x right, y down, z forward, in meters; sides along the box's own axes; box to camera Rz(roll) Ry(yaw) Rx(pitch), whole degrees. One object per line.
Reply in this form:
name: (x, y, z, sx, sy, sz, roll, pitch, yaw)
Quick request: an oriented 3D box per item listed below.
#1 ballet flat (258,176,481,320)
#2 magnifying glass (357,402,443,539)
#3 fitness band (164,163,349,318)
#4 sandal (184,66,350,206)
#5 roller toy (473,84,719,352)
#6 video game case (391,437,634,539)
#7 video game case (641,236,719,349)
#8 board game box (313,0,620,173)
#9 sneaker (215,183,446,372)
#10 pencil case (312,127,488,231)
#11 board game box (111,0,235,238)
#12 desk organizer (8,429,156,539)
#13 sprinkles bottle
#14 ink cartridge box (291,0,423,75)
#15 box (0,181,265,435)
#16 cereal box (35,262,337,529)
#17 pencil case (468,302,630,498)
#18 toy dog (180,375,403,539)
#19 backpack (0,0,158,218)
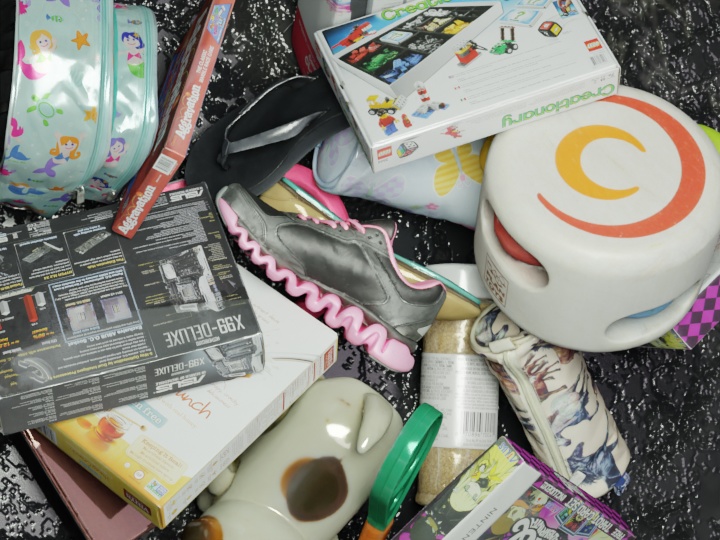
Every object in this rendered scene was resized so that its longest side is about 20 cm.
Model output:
ballet flat: (0.000, 0.000, 1.549, 0.200, 0.069, 0.063, 32, 89, 0)
magnifying glass: (0.020, 0.176, 1.477, 0.022, 0.200, 0.080, 29, 44, 12)
fitness band: (-0.103, -0.012, 1.570, 0.200, 0.037, 0.144, -15, 94, -17)
sandal: (-0.056, -0.123, 1.515, 0.200, 0.043, 0.076, -32, 56, 7)
roller toy: (0.178, -0.037, 1.485, 0.200, 0.140, 0.183, 14, 54, 6)
video game case: (0.103, 0.232, 1.527, 0.181, 0.036, 0.200, -44, 140, 8)
video game case: (0.287, -0.012, 1.616, 0.200, 0.181, 0.036, -43, 103, -16)
board game box: (0.079, -0.157, 1.466, 0.200, 0.035, 0.126, -18, 55, -9)
sneaker: (-0.019, -0.013, 1.487, 0.200, 0.079, 0.095, 38, 92, -7)
pencil case: (0.060, -0.081, 1.584, 0.200, 0.091, 0.083, 15, 80, -23)
board game box: (-0.139, -0.126, 1.477, 0.019, 0.103, 0.200, 26, 45, -14)
desk organizer: (-0.226, 0.122, 1.504, 0.077, 0.072, 0.200, -33, 97, -19)
sprinkles bottle: (0.081, 0.096, 1.603, 0.068, 0.068, 0.200, 4, 86, -17)
ink cartridge box: (0.035, -0.231, 1.535, 0.147, 0.200, 0.086, -8, 56, -16)
box: (-0.187, 0.025, 1.442, 0.200, 0.050, 0.158, -14, 53, -13)
cereal box: (-0.133, 0.081, 1.459, 0.144, 0.040, 0.200, 34, 60, 21)
pencil case: (0.155, 0.104, 1.579, 0.078, 0.089, 0.200, -15, 125, 20)
toy dog: (-0.052, 0.184, 1.498, 0.140, 0.194, 0.200, 45, 69, -23)
backpack: (-0.228, -0.138, 1.437, 0.150, 0.200, 0.178, 3, 73, -15)
